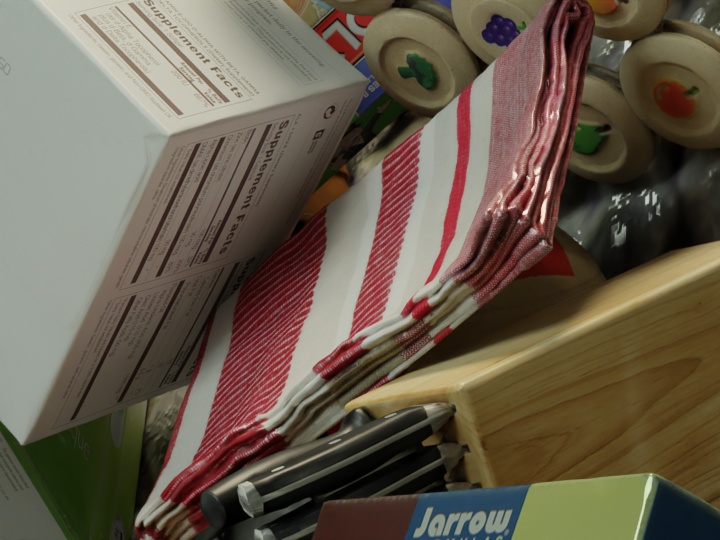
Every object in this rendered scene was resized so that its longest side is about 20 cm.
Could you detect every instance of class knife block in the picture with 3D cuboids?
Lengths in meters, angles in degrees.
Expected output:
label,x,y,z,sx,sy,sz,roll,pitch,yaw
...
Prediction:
label,x,y,z,sx,sy,sz,roll,pitch,yaw
knife block,0.041,0.048,0.932,0.064,0.175,0.201,-11,55,53

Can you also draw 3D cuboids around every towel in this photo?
label,x,y,z,sx,sy,sz,roll,pitch,yaw
towel,0.000,0.000,1.018,0.200,0.023,0.144,-41,19,32

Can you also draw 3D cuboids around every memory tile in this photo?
label,x,y,z,sx,sy,sz,roll,pitch,yaw
memory tile,0.039,-0.107,1.060,0.153,0.200,0.017,-20,25,49

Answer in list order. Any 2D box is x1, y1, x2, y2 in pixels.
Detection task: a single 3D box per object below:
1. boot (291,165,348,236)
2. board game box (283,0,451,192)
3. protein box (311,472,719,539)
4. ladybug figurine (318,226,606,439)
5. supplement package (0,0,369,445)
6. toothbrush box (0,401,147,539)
label,x,y,z,sx,sy,sz,roll,pitch,yaw
boot,-0.032,-0.081,1.250,0.156,0.199,0.077,59,146,22
board game box,-0.005,-0.132,1.184,0.200,0.029,0.135,-43,67,-4
protein box,0.071,0.184,0.739,0.135,0.198,0.201,-11,55,54
ladybug figurine,0.020,0.032,1.087,0.136,0.072,0.200,-61,29,-1
supplement package,-0.123,-0.066,1.127,0.200,0.111,0.156,46,128,23
toothbrush box,-0.151,0.027,1.269,0.086,0.146,0.201,-8,50,13
